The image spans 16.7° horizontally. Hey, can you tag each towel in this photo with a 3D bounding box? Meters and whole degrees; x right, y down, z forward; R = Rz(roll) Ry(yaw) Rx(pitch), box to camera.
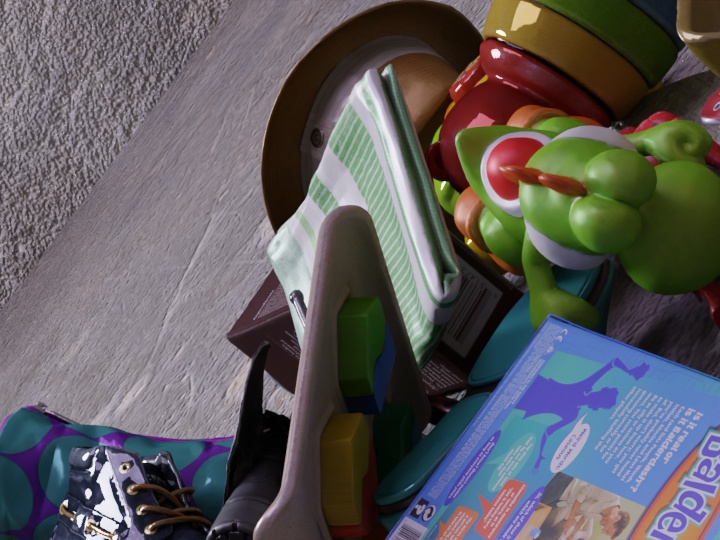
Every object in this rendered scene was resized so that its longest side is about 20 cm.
[{"bbox_3d":[0.000,0.000,1.368,0.200,0.023,0.153,123,135,-55],"label":"towel"}]

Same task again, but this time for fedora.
[{"bbox_3d":[0.031,-0.073,1.597,0.201,0.201,0.082,-52,38,-5],"label":"fedora"}]

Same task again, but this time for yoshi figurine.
[{"bbox_3d":[0.118,-0.026,1.167,0.111,0.113,0.200,-17,8,-8],"label":"yoshi figurine"}]

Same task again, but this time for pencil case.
[{"bbox_3d":[-0.134,0.132,1.524,0.085,0.199,0.093,49,-134,-77],"label":"pencil case"}]

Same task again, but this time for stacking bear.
[{"bbox_3d":[0.114,-0.119,1.317,0.201,0.121,0.114,-57,24,-4],"label":"stacking bear"}]

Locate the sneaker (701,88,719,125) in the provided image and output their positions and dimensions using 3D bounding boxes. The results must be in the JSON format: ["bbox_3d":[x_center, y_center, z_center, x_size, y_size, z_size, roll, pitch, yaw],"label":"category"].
[{"bbox_3d":[0.209,-0.057,1.146,0.112,0.071,0.200,-37,12,35],"label":"sneaker"}]

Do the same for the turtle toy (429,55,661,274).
[{"bbox_3d":[0.097,-0.079,1.483,0.146,0.101,0.200,-45,10,26],"label":"turtle toy"}]

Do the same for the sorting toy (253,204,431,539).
[{"bbox_3d":[0.002,0.098,1.214,0.036,0.186,0.201,0,49,16],"label":"sorting toy"}]

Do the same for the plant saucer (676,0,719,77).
[{"bbox_3d":[0.244,-0.131,1.100,0.199,0.049,0.200,-4,29,11],"label":"plant saucer"}]

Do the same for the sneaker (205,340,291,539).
[{"bbox_3d":[-0.035,0.142,1.247,0.060,0.201,0.104,3,40,16],"label":"sneaker"}]

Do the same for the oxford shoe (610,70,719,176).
[{"bbox_3d":[0.163,-0.055,1.334,0.199,0.058,0.075,-22,35,38],"label":"oxford shoe"}]

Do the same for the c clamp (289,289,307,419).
[{"bbox_3d":[-0.045,0.141,1.404,0.201,0.027,0.171,-63,31,26],"label":"c clamp"}]

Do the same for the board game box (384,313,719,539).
[{"bbox_3d":[0.100,0.108,1.030,0.152,0.045,0.200,-53,28,-8],"label":"board game box"}]

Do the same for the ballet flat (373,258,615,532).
[{"bbox_3d":[0.079,0.076,1.218,0.067,0.071,0.200,-16,27,50],"label":"ballet flat"}]

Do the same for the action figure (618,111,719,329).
[{"bbox_3d":[0.164,-0.028,1.212,0.066,0.052,0.200,-53,28,13],"label":"action figure"}]

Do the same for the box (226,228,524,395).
[{"bbox_3d":[0.007,0.030,1.525,0.075,0.100,0.200,-57,16,-26],"label":"box"}]

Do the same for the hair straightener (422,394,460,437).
[{"bbox_3d":[0.051,0.108,1.331,0.077,0.041,0.200,-66,21,-10],"label":"hair straightener"}]

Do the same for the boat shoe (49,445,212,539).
[{"bbox_3d":[-0.115,0.149,1.400,0.200,0.071,0.091,3,83,49],"label":"boat shoe"}]
